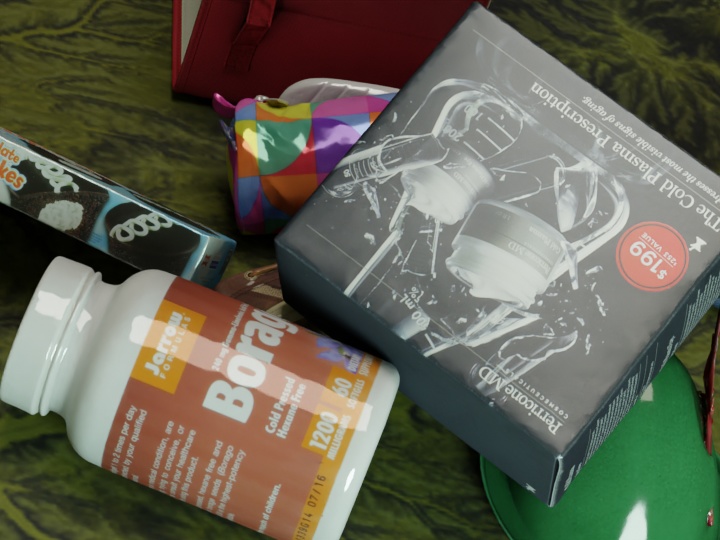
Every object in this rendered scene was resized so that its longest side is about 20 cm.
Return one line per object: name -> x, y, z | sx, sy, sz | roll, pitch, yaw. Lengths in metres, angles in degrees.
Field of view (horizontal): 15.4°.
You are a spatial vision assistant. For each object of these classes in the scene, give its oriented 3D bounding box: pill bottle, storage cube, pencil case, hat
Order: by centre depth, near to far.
pill bottle -> -0.088, 0.068, 1.437 | 0.199, 0.113, 0.112 | 22, 41, 0
hat -> 0.169, 0.062, 1.499 | 0.164, 0.177, 0.201 | 5, 43, -19
pencil case -> 0.011, -0.072, 1.609 | 0.198, 0.089, 0.089 | -3, 44, -2
storage cube -> -0.017, -0.212, 1.721 | 0.178, 0.172, 0.201 | 11, 42, -14

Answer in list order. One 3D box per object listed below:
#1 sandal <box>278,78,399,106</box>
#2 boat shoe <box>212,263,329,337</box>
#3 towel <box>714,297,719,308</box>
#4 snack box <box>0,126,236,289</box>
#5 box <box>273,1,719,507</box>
sandal -> 0.046, -0.088, 1.683 | 0.205, 0.080, 0.059 | 17, 26, -11
boat shoe -> 0.000, 0.000, 1.581 | 0.199, 0.072, 0.072 | -23, 58, -31
towel -> 0.285, -0.032, 1.749 | 0.111, 0.049, 0.200 | 29, 41, 9
snack box -> -0.173, -0.045, 1.532 | 0.199, 0.037, 0.116 | 26, 1, 5
box -> 0.085, -0.008, 1.464 | 0.200, 0.104, 0.182 | 36, 76, 13
